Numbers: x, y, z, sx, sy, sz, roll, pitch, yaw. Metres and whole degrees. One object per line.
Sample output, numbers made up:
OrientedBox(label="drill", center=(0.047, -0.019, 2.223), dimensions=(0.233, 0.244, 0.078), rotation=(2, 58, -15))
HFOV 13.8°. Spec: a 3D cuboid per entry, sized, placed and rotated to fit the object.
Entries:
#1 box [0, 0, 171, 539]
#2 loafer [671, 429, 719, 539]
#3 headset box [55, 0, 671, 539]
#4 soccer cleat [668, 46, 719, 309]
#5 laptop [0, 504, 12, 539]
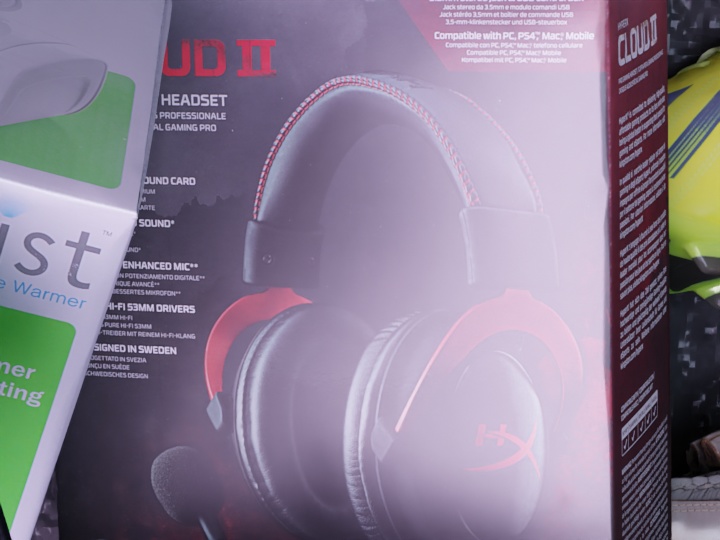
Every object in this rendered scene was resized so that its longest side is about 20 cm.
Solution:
OrientedBox(label="box", center=(-0.161, -0.001, 0.671), dimensions=(0.199, 0.097, 0.177), rotation=(16, 127, -10))
OrientedBox(label="loafer", center=(0.148, 0.061, 0.850), dimensions=(0.199, 0.072, 0.063), rotation=(4, 83, -24))
OrientedBox(label="headset box", center=(0.000, 0.000, 0.749), dimensions=(0.148, 0.075, 0.201), rotation=(2, 102, 16))
OrientedBox(label="soccer cleat", center=(0.106, -0.036, 0.824), dimensions=(0.199, 0.065, 0.084), rotation=(-5, 73, -12))
OrientedBox(label="laptop", center=(-0.183, 0.014, 0.557), dimensions=(0.177, 0.103, 0.200), rotation=(-30, 120, 20))
